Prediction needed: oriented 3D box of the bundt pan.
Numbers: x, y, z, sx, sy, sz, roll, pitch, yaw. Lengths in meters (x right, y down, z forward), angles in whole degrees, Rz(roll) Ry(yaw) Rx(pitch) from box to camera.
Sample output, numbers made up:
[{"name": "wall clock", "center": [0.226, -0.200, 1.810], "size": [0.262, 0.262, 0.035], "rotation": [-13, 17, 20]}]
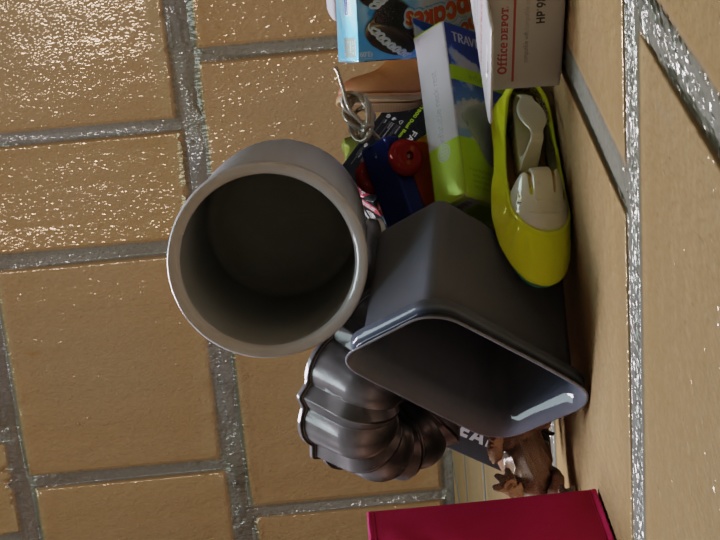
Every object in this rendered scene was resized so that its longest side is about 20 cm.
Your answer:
[{"name": "bundt pan", "center": [0.040, 0.111, 1.637], "size": [0.076, 0.202, 0.202], "rotation": [32, 140, 40]}]

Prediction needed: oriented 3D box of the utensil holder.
[{"name": "utensil holder", "center": [-0.075, -0.026, 1.581], "size": [0.200, 0.170, 0.170], "rotation": [-80, -15, -79]}]

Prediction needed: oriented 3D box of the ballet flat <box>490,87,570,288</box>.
[{"name": "ballet flat", "center": [0.146, -0.083, 1.522], "size": [0.067, 0.067, 0.200], "rotation": [108, 161, -54]}]

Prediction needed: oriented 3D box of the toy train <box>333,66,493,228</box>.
[{"name": "toy train", "center": [0.059, -0.107, 1.634], "size": [0.085, 0.116, 0.200], "rotation": [-25, 83, 61]}]

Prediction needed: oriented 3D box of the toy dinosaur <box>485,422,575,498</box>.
[{"name": "toy dinosaur", "center": [0.160, 0.184, 1.704], "size": [0.136, 0.086, 0.200], "rotation": [87, 174, -74]}]

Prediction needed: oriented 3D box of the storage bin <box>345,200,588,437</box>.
[{"name": "storage bin", "center": [0.088, 0.041, 1.525], "size": [0.146, 0.200, 0.134], "rotation": [-29, 44, 40]}]

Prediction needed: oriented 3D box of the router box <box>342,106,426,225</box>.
[{"name": "router box", "center": [0.068, -0.124, 1.935], "size": [0.200, 0.062, 0.150], "rotation": [-54, -30, -12]}]

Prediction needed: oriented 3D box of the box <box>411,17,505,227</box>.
[{"name": "box", "center": [0.113, -0.139, 1.621], "size": [0.048, 0.122, 0.200], "rotation": [-28, 60, 43]}]

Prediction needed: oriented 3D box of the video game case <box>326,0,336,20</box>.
[{"name": "video game case", "center": [0.055, -0.338, 1.787], "size": [0.022, 0.200, 0.182], "rotation": [62, 173, 17]}]

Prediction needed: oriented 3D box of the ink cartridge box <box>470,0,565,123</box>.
[{"name": "ink cartridge box", "center": [0.128, -0.230, 1.465], "size": [0.116, 0.067, 0.200], "rotation": [85, 180, -52]}]

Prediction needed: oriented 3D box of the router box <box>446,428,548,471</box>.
[{"name": "router box", "center": [0.098, 0.156, 1.936], "size": [0.157, 0.200, 0.052], "rotation": [-94, 28, -85]}]

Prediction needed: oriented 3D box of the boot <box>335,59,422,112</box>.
[{"name": "boot", "center": [0.057, -0.244, 1.774], "size": [0.074, 0.200, 0.155], "rotation": [160, 96, -78]}]

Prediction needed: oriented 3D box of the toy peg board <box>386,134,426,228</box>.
[{"name": "toy peg board", "center": [0.081, -0.033, 1.850], "size": [0.199, 0.098, 0.200], "rotation": [-48, -33, -37]}]

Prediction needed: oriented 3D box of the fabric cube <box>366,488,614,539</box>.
[{"name": "fabric cube", "center": [0.114, 0.311, 1.447], "size": [0.200, 0.199, 0.196], "rotation": [-97, 1, -72]}]

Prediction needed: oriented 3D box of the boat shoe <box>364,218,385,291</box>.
[{"name": "boat shoe", "center": [0.000, 0.000, 1.731], "size": [0.200, 0.057, 0.067], "rotation": [-98, 5, -65]}]

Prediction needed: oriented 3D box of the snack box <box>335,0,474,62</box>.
[{"name": "snack box", "center": [0.066, -0.259, 1.675], "size": [0.037, 0.200, 0.116], "rotation": [8, 104, 53]}]

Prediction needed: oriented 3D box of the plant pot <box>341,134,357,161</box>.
[{"name": "plant pot", "center": [0.076, -0.105, 2.120], "size": [0.200, 0.190, 0.200], "rotation": [174, 90, -89]}]
